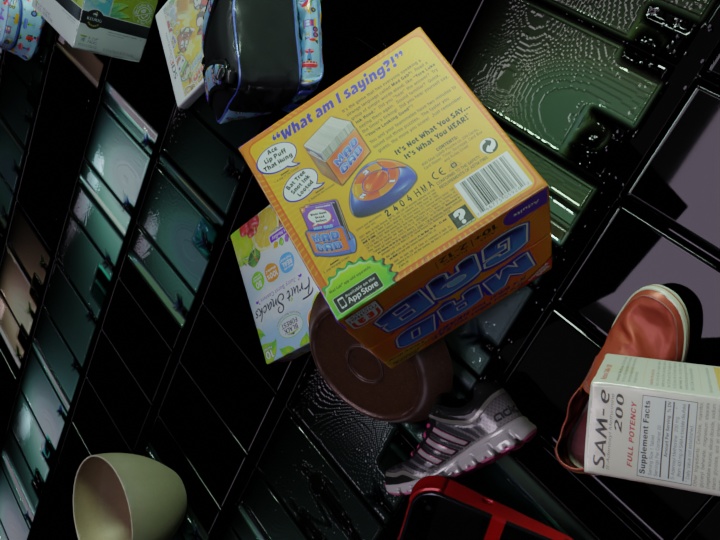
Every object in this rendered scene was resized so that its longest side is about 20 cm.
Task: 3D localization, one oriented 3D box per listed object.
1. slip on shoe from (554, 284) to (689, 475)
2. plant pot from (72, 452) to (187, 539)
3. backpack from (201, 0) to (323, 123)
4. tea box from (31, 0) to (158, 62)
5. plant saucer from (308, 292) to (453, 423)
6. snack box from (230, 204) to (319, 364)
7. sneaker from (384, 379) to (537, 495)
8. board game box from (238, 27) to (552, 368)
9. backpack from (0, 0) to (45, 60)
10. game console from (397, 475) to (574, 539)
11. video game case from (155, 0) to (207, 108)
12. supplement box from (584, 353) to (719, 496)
[{"bbox_3d":[0.239,0.107,0.635,0.074,0.061,0.200,36,113,38],"label":"slip on shoe"},{"bbox_3d":[-0.373,0.397,1.156,0.200,0.134,0.201,2,93,43],"label":"plant pot"},{"bbox_3d":[-0.142,-0.289,0.921,0.200,0.134,0.183,159,107,-68],"label":"backpack"},{"bbox_3d":[-0.462,-0.509,1.213,0.200,0.134,0.197,43,119,33],"label":"tea box"},{"bbox_3d":[0.012,0.103,0.807,0.200,0.034,0.200,20,128,28],"label":"plant saucer"},{"bbox_3d":[-0.097,0.011,0.946,0.142,0.053,0.200,-31,71,40],"label":"snack box"},{"bbox_3d":[0.097,0.184,0.762,0.200,0.074,0.088,-39,63,33],"label":"sneaker"},{"bbox_3d":[0.043,-0.057,0.667,0.200,0.200,0.200,-33,66,4],"label":"board game box"},{"bbox_3d":[-0.778,-0.567,1.505,0.200,0.134,0.183,51,123,26],"label":"backpack"},{"bbox_3d":[0.118,0.327,0.730,0.177,0.031,0.200,19,113,15],"label":"game console"},{"bbox_3d":[-0.254,-0.388,1.100,0.200,0.023,0.182,-28,73,39],"label":"video game case"},{"bbox_3d":[0.280,0.119,0.518,0.200,0.126,0.074,5,95,25],"label":"supplement box"}]
